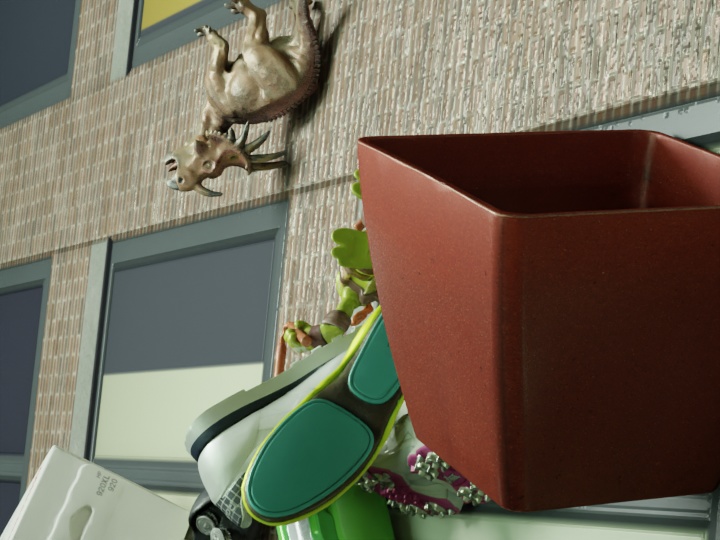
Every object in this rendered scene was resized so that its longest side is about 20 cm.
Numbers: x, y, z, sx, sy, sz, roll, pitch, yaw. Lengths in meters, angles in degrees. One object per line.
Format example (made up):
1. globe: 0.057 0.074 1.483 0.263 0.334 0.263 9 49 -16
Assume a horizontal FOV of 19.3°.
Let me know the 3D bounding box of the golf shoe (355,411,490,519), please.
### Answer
1. golf shoe: 0.057 0.115 1.436 0.092 0.075 0.200 -64 16 -21

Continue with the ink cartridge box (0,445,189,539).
1. ink cartridge box: -0.267 0.292 1.909 0.200 0.144 0.147 -57 11 42

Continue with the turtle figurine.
1. turtle figurine: 0.000 0.000 1.517 0.200 0.064 0.161 -57 -6 -19

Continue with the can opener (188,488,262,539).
1. can opener: -0.123 0.246 1.784 0.063 0.079 0.200 36 126 19

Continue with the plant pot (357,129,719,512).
1. plant pot: 0.119 0.027 1.186 0.200 0.200 0.177 -147 58 -63

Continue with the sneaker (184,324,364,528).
1. sneaker: -0.023 0.105 1.499 0.081 0.200 0.076 56 176 27

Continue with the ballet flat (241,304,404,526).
1. ballet flat: -0.005 0.098 1.435 0.200 0.067 0.067 -52 -12 -15

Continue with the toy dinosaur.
1. toy dinosaur: -0.082 -0.153 1.791 0.200 0.086 0.136 -37 59 35

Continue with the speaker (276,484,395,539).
1. speaker: -0.020 0.176 1.539 0.088 0.088 0.200 -58 34 41
